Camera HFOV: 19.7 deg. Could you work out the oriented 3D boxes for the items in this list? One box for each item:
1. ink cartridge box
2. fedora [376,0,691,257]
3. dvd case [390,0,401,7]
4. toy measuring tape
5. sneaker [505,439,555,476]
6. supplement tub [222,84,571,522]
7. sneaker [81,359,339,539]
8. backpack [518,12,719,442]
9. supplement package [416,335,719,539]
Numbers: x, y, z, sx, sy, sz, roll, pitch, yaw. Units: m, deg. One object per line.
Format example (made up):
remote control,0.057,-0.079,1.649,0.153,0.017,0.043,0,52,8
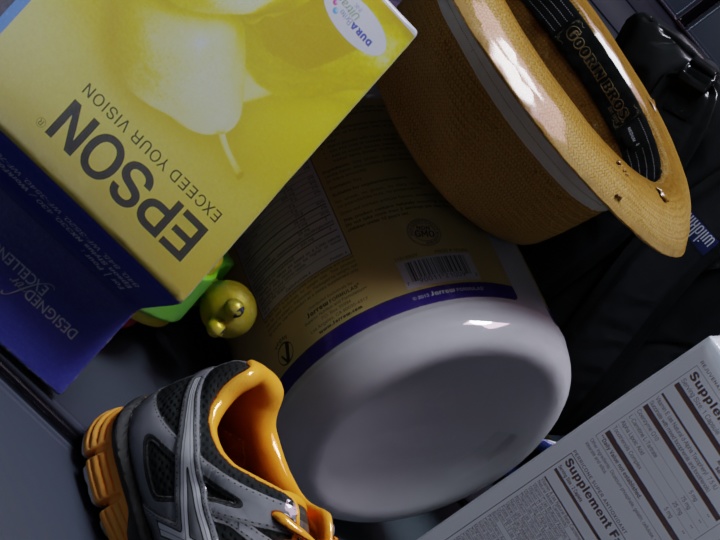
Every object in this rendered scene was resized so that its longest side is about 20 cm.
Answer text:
ink cartridge box,-0.110,-0.086,0.778,0.198,0.200,0.047,44,-13,-24
fedora,0.067,-0.076,0.924,0.201,0.082,0.201,45,23,-26
dvd case,0.023,-0.134,1.199,0.016,0.201,0.148,26,10,41
toy measuring tape,-0.122,-0.034,0.870,0.200,0.074,0.074,39,21,-15
sneaker,0.138,0.170,1.162,0.088,0.075,0.200,8,42,-47
supplement tub,0.000,0.000,0.978,0.145,0.145,0.200,32,27,-49
sneaker,-0.041,0.119,0.765,0.078,0.077,0.201,28,32,-57
backpack,0.132,-0.002,1.057,0.163,0.200,0.154,42,0,7
supplement package,0.143,0.146,0.976,0.151,0.200,0.152,58,19,14
